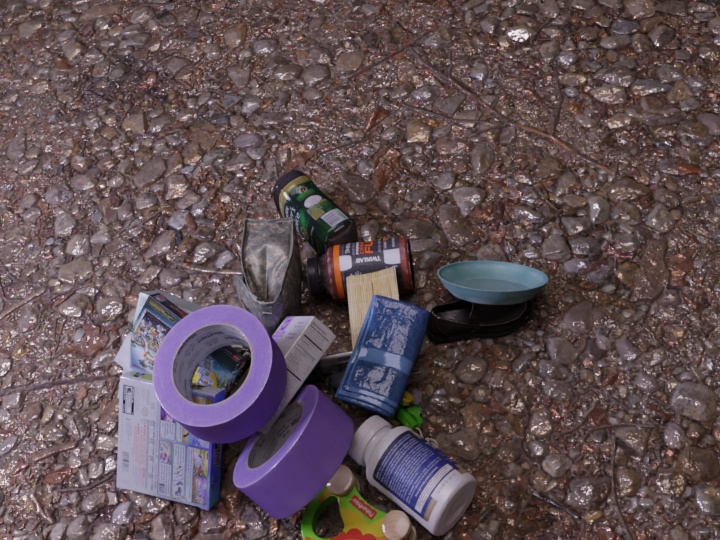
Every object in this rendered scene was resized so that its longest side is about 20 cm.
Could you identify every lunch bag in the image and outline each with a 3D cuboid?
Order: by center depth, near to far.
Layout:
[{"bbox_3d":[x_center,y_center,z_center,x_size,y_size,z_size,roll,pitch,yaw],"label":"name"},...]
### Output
[{"bbox_3d":[-0.168,0.032,1.771,0.116,0.165,0.202,-2,53,2],"label":"lunch bag"}]

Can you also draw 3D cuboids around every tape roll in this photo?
[{"bbox_3d":[-0.220,0.163,1.512,0.197,0.085,0.203,-6,63,12],"label":"tape roll"},{"bbox_3d":[-0.108,0.290,1.544,0.200,0.085,0.201,-44,17,16],"label":"tape roll"}]

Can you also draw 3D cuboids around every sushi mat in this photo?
[{"bbox_3d":[0.027,0.092,1.695,0.094,0.012,0.203,-9,63,7],"label":"sushi mat"}]

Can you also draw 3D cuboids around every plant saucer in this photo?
[{"bbox_3d":[0.235,0.024,1.713,0.197,0.037,0.200,1,16,0],"label":"plant saucer"}]

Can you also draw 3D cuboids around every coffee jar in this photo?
[{"bbox_3d":[-0.093,-0.108,1.898,0.085,0.105,0.200,-33,54,-17],"label":"coffee jar"}]

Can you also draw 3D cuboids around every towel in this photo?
[{"bbox_3d":[0.041,0.143,1.631,0.110,0.049,0.202,15,68,19],"label":"towel"}]

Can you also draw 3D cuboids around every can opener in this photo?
[{"bbox_3d":[-0.086,0.188,1.710,0.197,0.054,0.068,-13,52,2],"label":"can opener"}]

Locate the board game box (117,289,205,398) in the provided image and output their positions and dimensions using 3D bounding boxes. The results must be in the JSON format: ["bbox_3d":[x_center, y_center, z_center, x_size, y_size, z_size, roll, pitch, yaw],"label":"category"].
[{"bbox_3d":[-0.338,0.154,1.703,0.146,0.064,0.203,19,100,21],"label":"board game box"}]

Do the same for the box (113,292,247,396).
[{"bbox_3d":[-0.308,0.152,1.634,0.199,0.038,0.138,35,103,10],"label":"box"}]

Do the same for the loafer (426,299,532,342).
[{"bbox_3d":[0.213,0.078,1.723,0.197,0.072,0.074,-15,52,0],"label":"loafer"}]

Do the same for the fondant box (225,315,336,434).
[{"bbox_3d":[-0.141,0.172,1.620,0.201,0.058,0.144,-53,17,-17],"label":"fondant box"}]

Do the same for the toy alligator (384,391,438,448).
[{"bbox_3d":[0.078,0.240,1.644,0.054,0.060,0.200,-5,38,-47],"label":"toy alligator"}]

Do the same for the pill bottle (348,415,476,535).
[{"bbox_3d":[0.079,0.323,1.543,0.199,0.112,0.111,33,65,29],"label":"pill bottle"}]

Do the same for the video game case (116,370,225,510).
[{"bbox_3d":[-0.319,0.283,1.611,0.179,0.203,0.045,9,13,18],"label":"video game case"}]

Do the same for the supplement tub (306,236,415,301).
[{"bbox_3d":[0.000,0.000,1.799,0.197,0.108,0.108,-8,53,4],"label":"supplement tub"}]

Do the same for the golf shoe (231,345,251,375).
[{"bbox_3d":[-0.240,0.144,1.759,0.197,0.078,0.089,-3,48,8],"label":"golf shoe"}]

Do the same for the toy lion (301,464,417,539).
[{"bbox_3d":[-0.018,0.440,1.514,0.199,0.069,0.192,33,73,30],"label":"toy lion"}]
